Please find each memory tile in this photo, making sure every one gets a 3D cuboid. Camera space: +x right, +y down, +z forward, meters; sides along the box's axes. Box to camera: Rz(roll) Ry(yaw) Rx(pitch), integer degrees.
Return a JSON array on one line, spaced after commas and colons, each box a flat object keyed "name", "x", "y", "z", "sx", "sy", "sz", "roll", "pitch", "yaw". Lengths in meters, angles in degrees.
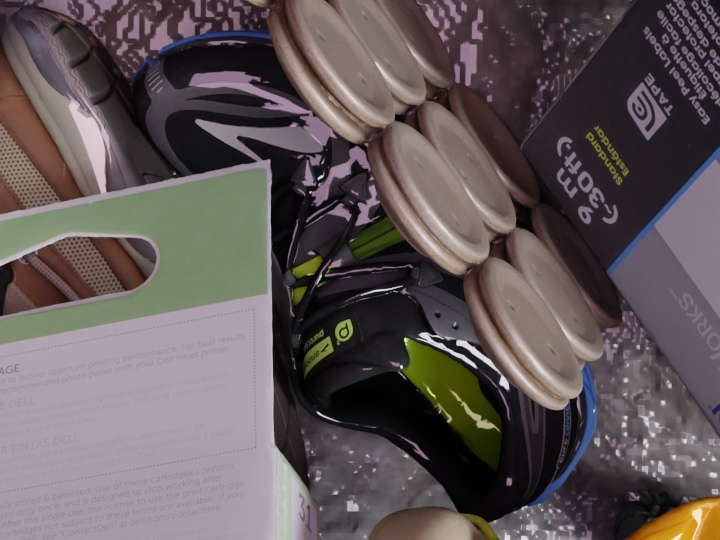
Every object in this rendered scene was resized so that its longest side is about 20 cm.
[{"name": "memory tile", "x": 0.015, "y": -0.050, "z": 0.775, "sx": 0.017, "sy": 0.153, "sz": 0.201, "roll": -35, "pitch": 93, "yaw": 17}]

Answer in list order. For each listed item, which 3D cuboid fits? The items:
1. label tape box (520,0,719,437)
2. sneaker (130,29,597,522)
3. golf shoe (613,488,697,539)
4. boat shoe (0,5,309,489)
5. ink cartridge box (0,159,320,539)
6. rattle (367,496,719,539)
[{"name": "label tape box", "x": 0.121, "y": -0.007, "z": 0.743, "sx": 0.066, "sy": 0.200, "sz": 0.144, "roll": -27, "pitch": 76, "yaw": -32}, {"name": "sneaker", "x": 0.000, "y": 0.000, "z": 0.806, "sx": 0.200, "sy": 0.083, "sz": 0.071, "roll": 48, "pitch": 126, "yaw": -4}, {"name": "golf shoe", "x": 0.159, "y": 0.155, "z": 0.833, "sx": 0.199, "sy": 0.077, "sz": 0.088, "roll": 37, "pitch": 102, "yaw": -2}, {"name": "boat shoe", "x": -0.082, "y": 0.011, "z": 0.811, "sx": 0.072, "sy": 0.076, "sz": 0.201, "roll": -31, "pitch": 76, "yaw": 10}, {"name": "ink cartridge box", "x": -0.085, "y": 0.073, "z": 0.739, "sx": 0.144, "sy": 0.048, "sz": 0.201, "roll": -11, "pitch": 55, "yaw": 15}, {"name": "rattle", "x": 0.055, "y": 0.143, "z": 0.674, "sx": 0.142, "sy": 0.200, "sz": 0.131, "roll": 8, "pitch": 105, "yaw": 10}]
